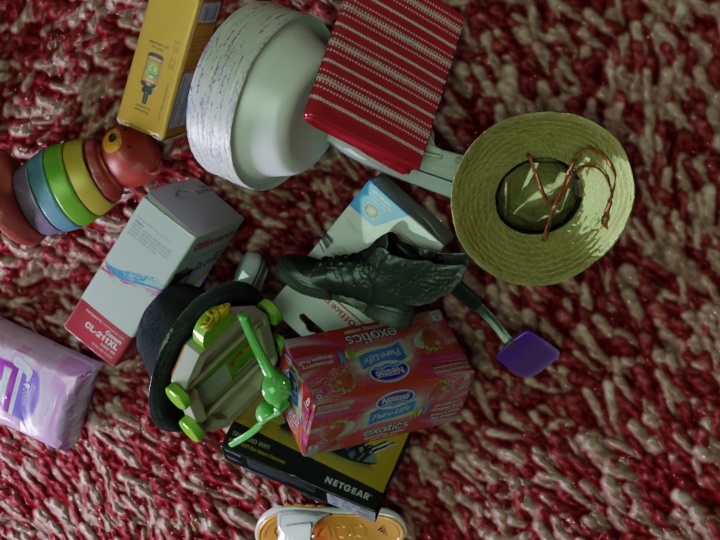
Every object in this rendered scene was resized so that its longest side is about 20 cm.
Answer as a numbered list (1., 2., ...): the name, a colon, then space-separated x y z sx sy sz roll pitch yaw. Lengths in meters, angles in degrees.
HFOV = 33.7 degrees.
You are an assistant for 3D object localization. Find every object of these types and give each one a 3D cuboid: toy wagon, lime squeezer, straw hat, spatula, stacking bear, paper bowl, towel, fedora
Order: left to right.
1. stacking bear: -0.336 -0.115 1.447 0.199 0.114 0.122 -22 54 10
2. fedora: -0.197 0.085 1.371 0.092 0.200 0.201 34 111 28
3. toy wagon: -0.150 0.096 1.316 0.040 0.155 0.200 33 153 28
4. lime squeezer: -0.111 0.139 1.299 0.070 0.038 0.200 16 129 9
5. paper bowl: -0.090 -0.184 1.300 0.104 0.201 0.201 23 108 23
6. towel: 0.027 -0.218 1.277 0.144 0.022 0.201 25 73 -23
7. spatula: 0.145 0.053 1.360 0.200 0.021 0.057 42 111 -14
8. straw hat: 0.193 -0.084 1.310 0.200 0.085 0.202 -1 101 -3

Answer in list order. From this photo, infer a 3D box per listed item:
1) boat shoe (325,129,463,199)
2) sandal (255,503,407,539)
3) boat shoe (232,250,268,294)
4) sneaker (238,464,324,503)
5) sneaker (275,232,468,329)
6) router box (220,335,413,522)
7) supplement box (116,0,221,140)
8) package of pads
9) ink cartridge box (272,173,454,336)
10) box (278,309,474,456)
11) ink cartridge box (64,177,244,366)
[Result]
1. boat shoe: 0.061 -0.131 1.326 0.199 0.072 0.066 21 93 -9
2. sandal: -0.045 0.334 1.480 0.206 0.059 0.079 -10 116 22
3. boat shoe: -0.143 0.069 1.462 0.062 0.072 0.200 17 116 -6
4. sneaker: -0.068 0.248 1.463 0.199 0.076 0.091 16 144 9
5. sneaker: 0.012 -0.005 1.319 0.199 0.060 0.104 22 116 3
6. router box: -0.042 0.185 1.412 0.199 0.052 0.158 20 65 10
7. supplement box: -0.222 -0.259 1.400 0.066 0.069 0.201 23 107 11
8. package of pads: -0.444 0.140 1.554 0.199 0.076 0.121 23 105 10
9. ink cartridge box: 0.000 0.000 1.394 0.116 0.068 0.200 41 109 3
10. box: 0.015 0.125 1.338 0.096 0.199 0.100 104 148 -44
11. ink cartridge box: -0.245 0.000 1.423 0.083 0.146 0.200 38 110 7
